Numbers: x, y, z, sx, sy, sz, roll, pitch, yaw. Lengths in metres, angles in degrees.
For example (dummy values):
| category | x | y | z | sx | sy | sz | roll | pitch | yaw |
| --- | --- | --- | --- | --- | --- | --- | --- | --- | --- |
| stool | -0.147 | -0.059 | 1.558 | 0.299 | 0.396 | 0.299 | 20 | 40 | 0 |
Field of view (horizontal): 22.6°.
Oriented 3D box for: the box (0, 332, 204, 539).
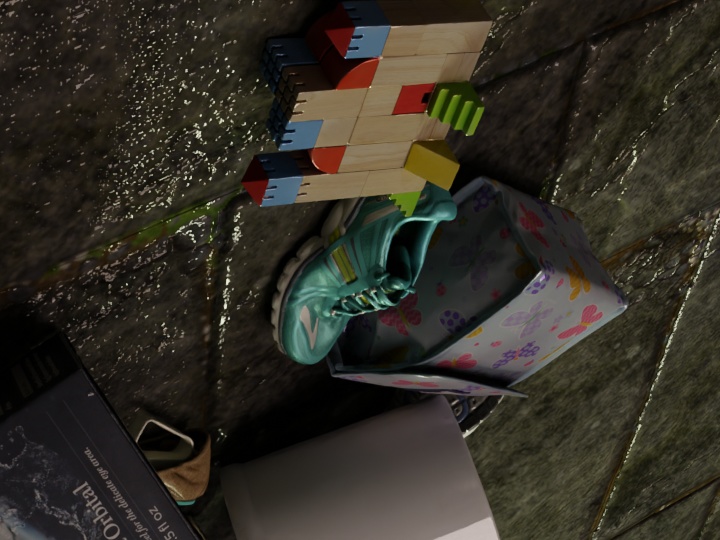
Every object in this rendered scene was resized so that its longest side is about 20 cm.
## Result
| category | x | y | z | sx | sy | sz | roll | pitch | yaw |
| --- | --- | --- | --- | --- | --- | --- | --- | --- | --- |
| box | -0.222 | 0.185 | 1.206 | 0.200 | 0.117 | 0.197 | -35 | 107 | -8 |

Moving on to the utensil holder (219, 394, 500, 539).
| category | x | y | z | sx | sy | sz | roll | pitch | yaw |
| --- | --- | --- | --- | --- | --- | --- | --- | --- | --- |
| utensil holder | 0.003 | 0.211 | 1.504 | 0.199 | 0.170 | 0.170 | -19 | 149 | -3 |

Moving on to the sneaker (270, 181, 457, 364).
| category | x | y | z | sx | sy | sz | roll | pitch | yaw |
| --- | --- | --- | --- | --- | --- | --- | --- | --- | --- |
| sneaker | 0.000 | 0.000 | 1.344 | 0.077 | 0.080 | 0.200 | -3 | 135 | -48 |

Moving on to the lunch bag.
| category | x | y | z | sx | sy | sz | roll | pitch | yaw |
| --- | --- | --- | --- | --- | --- | --- | --- | --- | --- |
| lunch bag | 0.089 | 0.036 | 1.456 | 0.200 | 0.127 | 0.169 | -36 | 154 | 21 |

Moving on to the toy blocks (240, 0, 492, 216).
| category | x | y | z | sx | sy | sz | roll | pitch | yaw |
| --- | --- | --- | --- | --- | --- | --- | --- | --- | --- |
| toy blocks | -0.005 | -0.117 | 1.176 | 0.136 | 0.100 | 0.200 | -6 | 139 | -28 |

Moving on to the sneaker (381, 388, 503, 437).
| category | x | y | z | sx | sy | sz | roll | pitch | yaw |
| --- | --- | --- | --- | --- | --- | --- | --- | --- | --- |
| sneaker | 0.046 | 0.145 | 1.632 | 0.200 | 0.075 | 0.087 | -33 | 163 | 3 |

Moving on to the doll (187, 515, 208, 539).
| category | x | y | z | sx | sy | sz | roll | pitch | yaw |
| --- | --- | --- | --- | --- | --- | --- | --- | --- | --- |
| doll | -0.213 | 0.284 | 1.526 | 0.200 | 0.049 | 0.136 | -34 | 171 | -8 |

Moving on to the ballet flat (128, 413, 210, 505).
| category | x | y | z | sx | sy | sz | roll | pitch | yaw |
| --- | --- | --- | --- | --- | --- | --- | --- | --- | --- |
| ballet flat | -0.181 | 0.143 | 1.363 | 0.200 | 0.068 | 0.073 | 4 | 110 | -52 |
